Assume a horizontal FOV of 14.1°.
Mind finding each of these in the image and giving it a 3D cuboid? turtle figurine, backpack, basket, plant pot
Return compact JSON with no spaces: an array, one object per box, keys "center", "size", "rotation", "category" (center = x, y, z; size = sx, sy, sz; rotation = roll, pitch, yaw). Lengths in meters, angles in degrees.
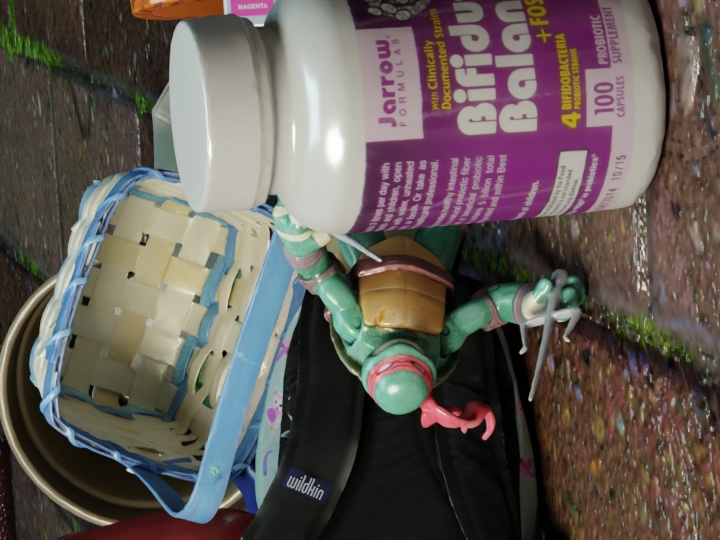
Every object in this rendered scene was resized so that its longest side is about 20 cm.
[{"center":[0.020,0.002,1.389],"size":[0.200,0.149,0.101],"rotation":[-95,27,-51],"category":"turtle figurine"},{"center":[0.012,0.099,1.470],"size":[0.127,0.166,0.201],"rotation":[121,149,-67],"category":"backpack"},{"center":[-0.092,0.028,1.551],"size":[0.177,0.139,0.200],"rotation":[-70,21,4],"category":"basket"},{"center":[-0.149,0.066,2.064],"size":[0.174,0.199,0.201],"rotation":[-88,-4,-78],"category":"plant pot"}]

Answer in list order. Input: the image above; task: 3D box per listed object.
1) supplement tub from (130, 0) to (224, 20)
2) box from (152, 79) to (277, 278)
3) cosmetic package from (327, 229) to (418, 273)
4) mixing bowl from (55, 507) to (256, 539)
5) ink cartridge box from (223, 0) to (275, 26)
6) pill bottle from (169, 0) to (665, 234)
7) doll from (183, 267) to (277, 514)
[{"center":[-0.110,-0.266,1.865],"size":[0.123,0.122,0.201],"rotation":[161,103,-75],"category":"supplement tub"},{"center":[-0.074,-0.059,1.710],"size":[0.069,0.082,0.200],"rotation":[-61,-7,-22],"category":"box"},{"center":[0.000,0.000,1.635],"size":[0.200,0.071,0.105],"rotation":[99,159,-46],"category":"cosmetic package"},{"center":[-0.069,0.201,1.533],"size":[0.108,0.200,0.201],"rotation":[-34,50,23],"category":"mixing bowl"},{"center":[-0.059,-0.237,1.681],"size":[0.119,0.042,0.201],"rotation":[-34,-62,-83],"category":"ink cartridge box"},{"center":[0.022,-0.074,1.258],"size":[0.112,0.199,0.113],"rotation":[174,90,-76],"category":"pill bottle"},{"center":[-0.060,0.086,1.657],"size":[0.136,0.048,0.200],"rotation":[-50,56,52],"category":"doll"}]
